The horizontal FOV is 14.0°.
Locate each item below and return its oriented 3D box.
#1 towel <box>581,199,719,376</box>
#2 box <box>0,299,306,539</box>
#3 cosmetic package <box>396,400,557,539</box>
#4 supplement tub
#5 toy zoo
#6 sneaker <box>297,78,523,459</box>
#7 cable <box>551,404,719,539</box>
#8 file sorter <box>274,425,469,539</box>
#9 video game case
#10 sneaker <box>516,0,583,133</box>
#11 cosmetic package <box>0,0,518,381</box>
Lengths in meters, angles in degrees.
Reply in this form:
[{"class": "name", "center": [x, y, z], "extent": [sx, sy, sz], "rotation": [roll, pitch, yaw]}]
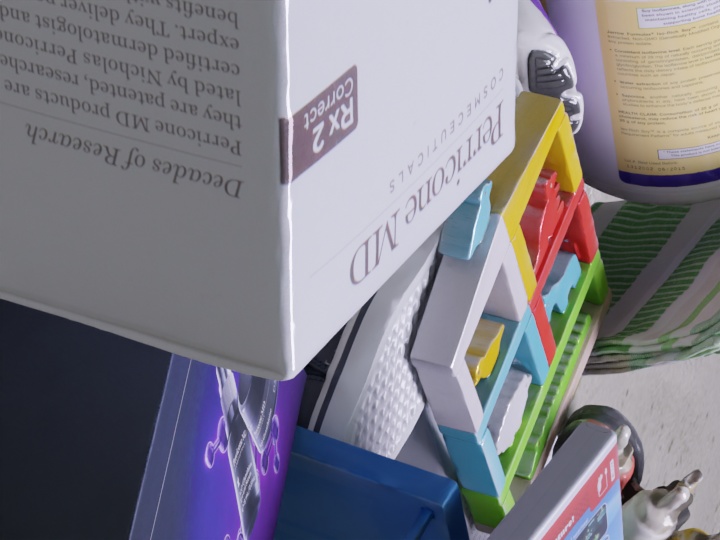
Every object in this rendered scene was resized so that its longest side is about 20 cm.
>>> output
[{"class": "towel", "center": [0.144, -0.001, 1.396], "extent": [0.153, 0.200, 0.023], "rotation": [-47, 110, -34]}, {"class": "box", "center": [-0.084, 0.081, 1.016], "extent": [0.141, 0.078, 0.201], "rotation": [66, 29, -52]}, {"class": "cosmetic package", "center": [0.034, 0.071, 1.336], "extent": [0.102, 0.071, 0.201], "rotation": [-59, 152, -33]}, {"class": "supplement tub", "center": [0.140, -0.144, 1.359], "extent": [0.146, 0.145, 0.201], "rotation": [-59, 152, -33]}, {"class": "toy zoo", "center": [0.065, 0.015, 1.247], "extent": [0.200, 0.020, 0.132], "rotation": [69, 40, -58]}, {"class": "sneaker", "center": [0.000, 0.000, 1.205], "extent": [0.079, 0.079, 0.201], "rotation": [75, 33, -54]}, {"class": "cable", "center": [0.097, 0.138, 1.349], "extent": [0.050, 0.097, 0.200], "rotation": [-30, 161, -45]}, {"class": "file sorter", "center": [-0.035, 0.167, 1.158], "extent": [0.123, 0.138, 0.201], "rotation": [-55, 150, -33]}, {"class": "video game case", "center": [0.063, 0.176, 1.127], "extent": [0.143, 0.017, 0.201], "rotation": [-47, 143, -38]}, {"class": "sneaker", "center": [0.067, -0.058, 1.337], "extent": [0.201, 0.080, 0.084], "rotation": [94, -6, -47]}, {"class": "cosmetic package", "center": [-0.054, -0.106, 0.921], "extent": [0.165, 0.164, 0.201], "rotation": [-45, 142, -48]}]
